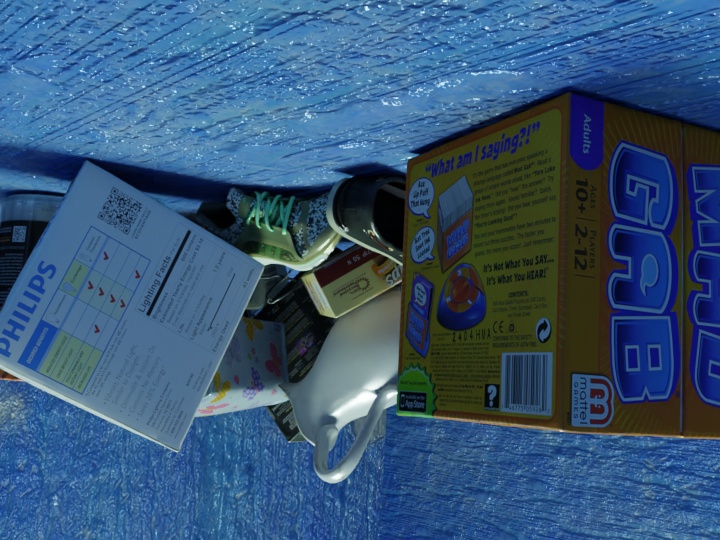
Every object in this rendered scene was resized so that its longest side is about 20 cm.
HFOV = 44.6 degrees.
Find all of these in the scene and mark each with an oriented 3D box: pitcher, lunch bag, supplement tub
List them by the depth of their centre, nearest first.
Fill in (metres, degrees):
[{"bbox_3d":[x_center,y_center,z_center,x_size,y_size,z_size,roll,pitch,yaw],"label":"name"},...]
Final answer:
[{"bbox_3d":[0.007,0.127,0.997,0.121,0.200,0.173,37,-163,-36],"label":"pitcher"},{"bbox_3d":[-0.356,0.023,0.999,0.119,0.206,0.123,4,172,1],"label":"supplement tub"},{"bbox_3d":[-0.212,0.118,1.079,0.196,0.130,0.168,-17,163,28],"label":"lunch bag"}]

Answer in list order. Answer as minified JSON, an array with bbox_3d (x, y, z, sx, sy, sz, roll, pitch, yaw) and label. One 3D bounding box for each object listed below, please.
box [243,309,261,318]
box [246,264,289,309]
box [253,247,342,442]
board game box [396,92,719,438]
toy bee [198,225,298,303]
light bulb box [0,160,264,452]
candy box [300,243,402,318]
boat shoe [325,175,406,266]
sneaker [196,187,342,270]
[{"bbox_3d":[-0.237,0.077,1.267,0.195,0.039,0.137,-11,-171,8],"label":"box"},{"bbox_3d":[-0.189,0.010,1.226,0.197,0.084,0.068,-2,-166,46],"label":"box"},{"bbox_3d":[-0.058,0.094,1.132,0.200,0.161,0.043,-44,158,11],"label":"box"},{"bbox_3d":[0.160,0.012,0.645,0.196,0.205,0.199,7,172,-27],"label":"board game box"},{"bbox_3d":[-0.179,-0.013,1.067,0.196,0.110,0.132,-21,-154,16],"label":"toy bee"},{"bbox_3d":[-0.231,0.038,0.851,0.198,0.202,0.124,31,163,-20],"label":"light bulb box"},{"bbox_3d":[0.000,0.000,0.955,0.114,0.056,0.200,-28,-177,-7],"label":"candy box"},{"bbox_3d":[0.060,-0.037,0.817,0.199,0.076,0.062,17,174,-41],"label":"boat shoe"},{"bbox_3d":[-0.093,-0.049,0.872,0.197,0.079,0.088,-9,148,41],"label":"sneaker"}]
